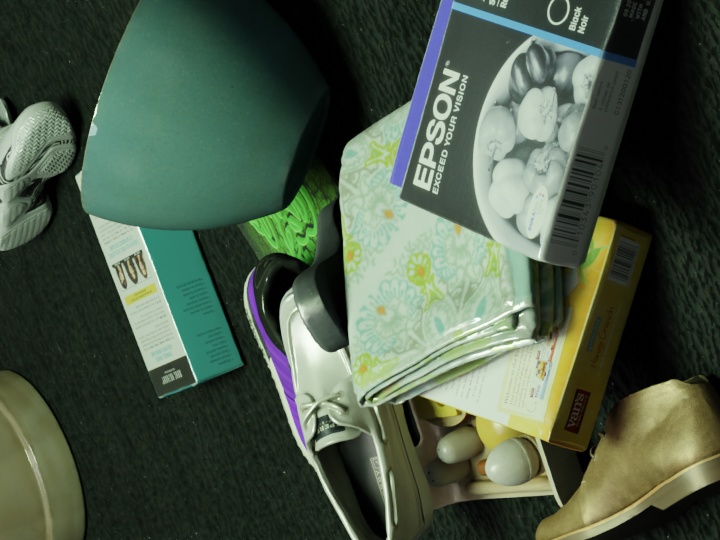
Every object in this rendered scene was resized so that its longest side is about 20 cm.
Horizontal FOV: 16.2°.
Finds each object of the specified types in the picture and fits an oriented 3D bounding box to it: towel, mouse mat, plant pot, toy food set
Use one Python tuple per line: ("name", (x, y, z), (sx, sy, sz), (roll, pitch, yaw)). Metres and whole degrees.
("towel", (0.052, -0.025, 1.627), (0.171, 0.048, 0.202), (-26, 57, 42))
("mouse mat", (-0.035, -0.015, 1.915), (0.201, 0.007, 0.161), (58, 148, 20))
("plant pot", (-0.389, 0.219, 2.461), (0.200, 0.173, 0.201), (37, 138, 43))
("plant pot", (-0.099, -0.111, 1.813), (0.134, 0.201, 0.201), (21, 135, 7))
("toy food set", (0.071, 0.098, 1.758), (0.200, 0.060, 0.145), (-12, 98, 59))

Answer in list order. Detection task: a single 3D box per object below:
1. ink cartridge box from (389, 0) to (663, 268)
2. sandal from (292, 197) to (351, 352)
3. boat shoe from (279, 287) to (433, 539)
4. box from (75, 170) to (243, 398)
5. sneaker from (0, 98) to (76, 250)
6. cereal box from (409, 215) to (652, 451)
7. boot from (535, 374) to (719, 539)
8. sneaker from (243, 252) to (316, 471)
("ink cartridge box", (0.088, -0.124, 1.540), (0.200, 0.043, 0.200), (25, 102, 51))
("sandal", (0.000, 0.001, 1.739), (0.043, 0.200, 0.076), (-27, 107, 17))
("boat shoe", (-0.012, 0.106, 1.775), (0.071, 0.066, 0.202), (-15, 97, 28))
("box", (-0.166, -0.001, 2.091), (0.082, 0.049, 0.201), (-22, 88, 60))
("sneaker", (-0.316, -0.111, 2.240), (0.115, 0.075, 0.200), (55, 150, 18))
("cereal box", (0.089, 0.023, 1.634), (0.199, 0.039, 0.145), (18, 90, 52))
("boot", (0.172, 0.127, 1.612), (0.200, 0.073, 0.076), (-38, 69, 48))
("sneaker", (-0.026, 0.076, 1.856), (0.201, 0.069, 0.100), (60, 167, 7))
